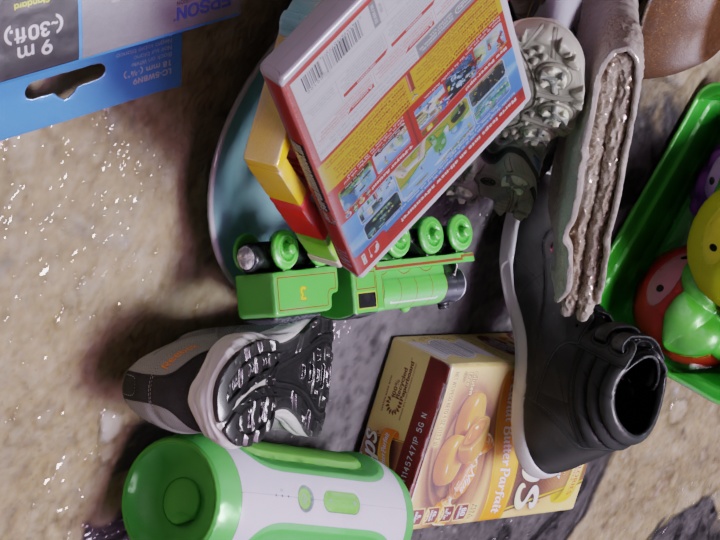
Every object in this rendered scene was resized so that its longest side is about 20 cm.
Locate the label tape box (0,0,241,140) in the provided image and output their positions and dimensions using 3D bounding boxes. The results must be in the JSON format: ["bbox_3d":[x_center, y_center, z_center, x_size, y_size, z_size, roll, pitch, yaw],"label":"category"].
[{"bbox_3d":[-0.131,-0.148,1.256,0.144,0.063,0.201,-20,128,-29],"label":"label tape box"}]

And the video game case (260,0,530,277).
[{"bbox_3d":[0.023,-0.096,1.327,0.143,0.017,0.200,-47,152,-14],"label":"video game case"}]

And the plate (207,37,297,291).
[{"bbox_3d":[-0.022,-0.074,1.501,0.200,0.026,0.201,-30,133,-37],"label":"plate"}]

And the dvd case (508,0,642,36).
[{"bbox_3d":[0.128,-0.209,1.607,0.143,0.018,0.200,-50,144,-18],"label":"dvd case"}]

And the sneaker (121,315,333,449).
[{"bbox_3d":[-0.069,0.059,1.500,0.200,0.079,0.074,0,95,-69],"label":"sneaker"}]

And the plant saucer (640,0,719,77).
[{"bbox_3d":[0.237,-0.207,1.668,0.201,0.037,0.201,-56,164,-25],"label":"plant saucer"}]

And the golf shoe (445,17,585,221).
[{"bbox_3d":[0.093,-0.114,1.549,0.200,0.078,0.098,113,-5,-65],"label":"golf shoe"}]

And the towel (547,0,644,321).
[{"bbox_3d":[0.139,-0.082,1.566,0.133,0.034,0.201,-88,-176,-55],"label":"towel"}]

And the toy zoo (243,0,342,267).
[{"bbox_3d":[-0.017,-0.093,1.365,0.200,0.020,0.132,57,50,-70],"label":"toy zoo"}]

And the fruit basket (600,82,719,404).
[{"bbox_3d":[0.253,-0.017,1.775,0.216,0.155,0.216,-50,157,-29],"label":"fruit basket"}]

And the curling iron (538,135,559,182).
[{"bbox_3d":[0.155,-0.146,1.644,0.050,0.026,0.201,13,103,-57],"label":"curling iron"}]

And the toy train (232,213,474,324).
[{"bbox_3d":[0.000,0.000,1.510,0.200,0.042,0.057,-5,90,-50],"label":"toy train"}]

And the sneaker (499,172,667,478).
[{"bbox_3d":[0.147,0.029,1.666,0.071,0.099,0.201,10,74,-49],"label":"sneaker"}]

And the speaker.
[{"bbox_3d":[-0.052,0.143,1.551,0.200,0.088,0.089,13,102,-55],"label":"speaker"}]

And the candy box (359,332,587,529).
[{"bbox_3d":[0.084,0.104,1.730,0.200,0.055,0.116,0,111,-51],"label":"candy box"}]
